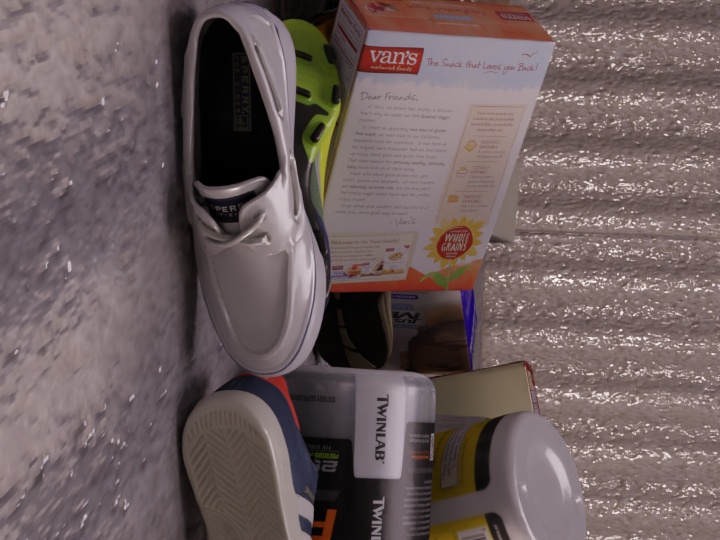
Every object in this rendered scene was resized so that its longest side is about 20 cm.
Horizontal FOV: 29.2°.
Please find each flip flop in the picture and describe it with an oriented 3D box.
[{"bbox_3d":[0.000,0.000,1.071,0.201,0.081,0.058,89,13,-46],"label":"flip flop"}]

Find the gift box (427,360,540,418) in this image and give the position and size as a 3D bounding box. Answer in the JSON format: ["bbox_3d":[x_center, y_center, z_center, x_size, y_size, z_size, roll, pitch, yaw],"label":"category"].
[{"bbox_3d":[0.079,0.166,1.292,0.185,0.186,0.201,46,33,-76],"label":"gift box"}]

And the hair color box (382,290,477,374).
[{"bbox_3d":[0.050,0.033,1.306,0.200,0.109,0.065,73,22,-63],"label":"hair color box"}]

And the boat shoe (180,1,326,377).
[{"bbox_3d":[-0.065,-0.039,0.723,0.065,0.073,0.201,-31,113,-73],"label":"boat shoe"}]

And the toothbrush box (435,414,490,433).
[{"bbox_3d":[0.033,0.221,1.126,0.086,0.145,0.201,-73,164,-60],"label":"toothbrush box"}]

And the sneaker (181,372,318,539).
[{"bbox_3d":[-0.053,0.152,0.792,0.085,0.075,0.201,-53,144,-67],"label":"sneaker"}]

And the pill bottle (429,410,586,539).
[{"bbox_3d":[0.047,0.176,0.977,0.114,0.199,0.115,35,46,-46],"label":"pill bottle"}]

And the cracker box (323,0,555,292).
[{"bbox_3d":[0.034,-0.081,0.923,0.058,0.133,0.201,-118,-144,-47],"label":"cracker box"}]

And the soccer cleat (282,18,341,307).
[{"bbox_3d":[-0.051,-0.057,0.856,0.084,0.064,0.201,148,-55,-64],"label":"soccer cleat"}]

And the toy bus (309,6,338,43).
[{"bbox_3d":[0.004,-0.163,1.016,0.200,0.078,0.065,-61,136,-71],"label":"toy bus"}]

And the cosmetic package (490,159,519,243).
[{"bbox_3d":[0.070,-0.080,1.277,0.200,0.103,0.088,13,82,-67],"label":"cosmetic package"}]

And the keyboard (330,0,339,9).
[{"bbox_3d":[-0.009,-0.195,1.159,0.127,0.020,0.201,67,27,-56],"label":"keyboard"}]

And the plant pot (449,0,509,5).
[{"bbox_3d":[0.049,-0.238,0.971,0.201,0.093,0.201,47,20,-23],"label":"plant pot"}]

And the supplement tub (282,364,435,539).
[{"bbox_3d":[-0.016,0.163,0.880,0.123,0.122,0.201,39,53,-79],"label":"supplement tub"}]
